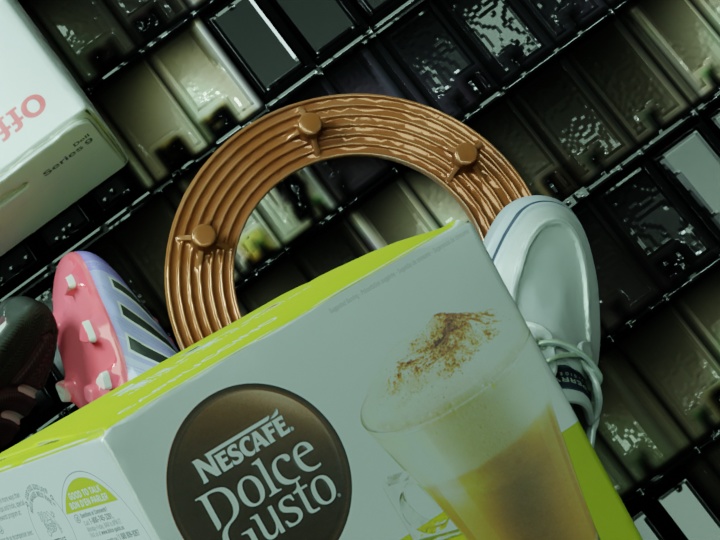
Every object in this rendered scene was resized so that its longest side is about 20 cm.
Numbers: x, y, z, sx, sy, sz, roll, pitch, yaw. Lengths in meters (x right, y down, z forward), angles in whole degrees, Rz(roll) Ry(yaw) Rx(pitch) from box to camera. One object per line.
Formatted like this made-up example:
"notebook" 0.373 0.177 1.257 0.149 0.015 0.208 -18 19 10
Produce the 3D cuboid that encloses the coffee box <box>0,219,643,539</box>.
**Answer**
"coffee box" -0.027 0.121 1.022 0.200 0.200 0.198 -30 93 -30

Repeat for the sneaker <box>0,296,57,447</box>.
"sneaker" -0.250 0.077 1.194 0.115 0.076 0.200 34 90 22

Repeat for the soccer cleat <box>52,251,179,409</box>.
"soccer cleat" -0.098 0.073 1.189 0.076 0.067 0.200 -11 58 -33

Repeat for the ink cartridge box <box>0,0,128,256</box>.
"ink cartridge box" -0.242 -0.101 1.242 0.145 0.088 0.200 -37 70 -1

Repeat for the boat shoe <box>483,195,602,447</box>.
"boat shoe" 0.093 0.061 1.138 0.073 0.067 0.200 7 83 -25

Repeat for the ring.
"ring" 0.000 0.000 1.185 0.200 0.019 0.201 1 71 -3
